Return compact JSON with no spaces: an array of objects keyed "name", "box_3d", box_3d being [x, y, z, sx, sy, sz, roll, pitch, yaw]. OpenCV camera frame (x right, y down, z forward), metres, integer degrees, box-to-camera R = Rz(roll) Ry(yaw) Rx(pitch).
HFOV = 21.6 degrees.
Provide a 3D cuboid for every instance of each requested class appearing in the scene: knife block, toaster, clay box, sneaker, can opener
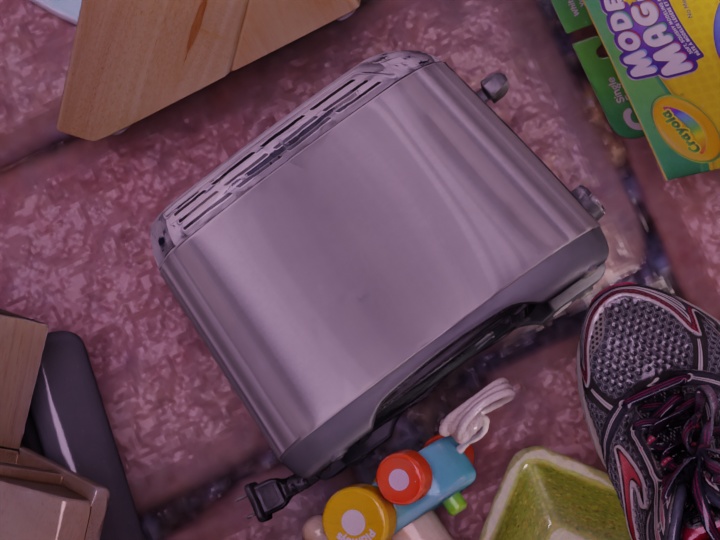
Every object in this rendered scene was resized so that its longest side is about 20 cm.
[{"name":"knife block","box_3d":[-0.080,-0.172,0.794,0.200,0.064,0.176,-25,113,17]},{"name":"toaster","box_3d":[0.000,0.000,0.811,0.200,0.114,0.129,-37,80,2]},{"name":"clay box","box_3d":[0.177,-0.107,0.779,0.200,0.048,0.115,-14,124,28]},{"name":"sneaker","box_3d":[0.139,0.082,0.747,0.081,0.075,0.200,-29,53,10]},{"name":"can opener","box_3d":[-0.123,0.127,0.828,0.066,0.053,0.200,-9,81,-29]}]

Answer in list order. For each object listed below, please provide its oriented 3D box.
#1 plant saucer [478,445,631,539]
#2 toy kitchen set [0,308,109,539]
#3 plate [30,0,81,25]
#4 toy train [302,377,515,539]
[{"name":"plant saucer","box_3d":[0.124,0.203,0.816,0.200,0.048,0.200,22,86,4]},{"name":"toy kitchen set","box_3d":[-0.220,0.104,0.748,0.180,0.163,0.200,14,88,-32]},{"name":"plate","box_3d":[-0.097,-0.198,0.837,0.200,0.026,0.201,4,121,7]},{"name":"toy train","box_3d":[-0.014,0.124,0.770,0.200,0.150,0.056,-30,80,-20]}]
